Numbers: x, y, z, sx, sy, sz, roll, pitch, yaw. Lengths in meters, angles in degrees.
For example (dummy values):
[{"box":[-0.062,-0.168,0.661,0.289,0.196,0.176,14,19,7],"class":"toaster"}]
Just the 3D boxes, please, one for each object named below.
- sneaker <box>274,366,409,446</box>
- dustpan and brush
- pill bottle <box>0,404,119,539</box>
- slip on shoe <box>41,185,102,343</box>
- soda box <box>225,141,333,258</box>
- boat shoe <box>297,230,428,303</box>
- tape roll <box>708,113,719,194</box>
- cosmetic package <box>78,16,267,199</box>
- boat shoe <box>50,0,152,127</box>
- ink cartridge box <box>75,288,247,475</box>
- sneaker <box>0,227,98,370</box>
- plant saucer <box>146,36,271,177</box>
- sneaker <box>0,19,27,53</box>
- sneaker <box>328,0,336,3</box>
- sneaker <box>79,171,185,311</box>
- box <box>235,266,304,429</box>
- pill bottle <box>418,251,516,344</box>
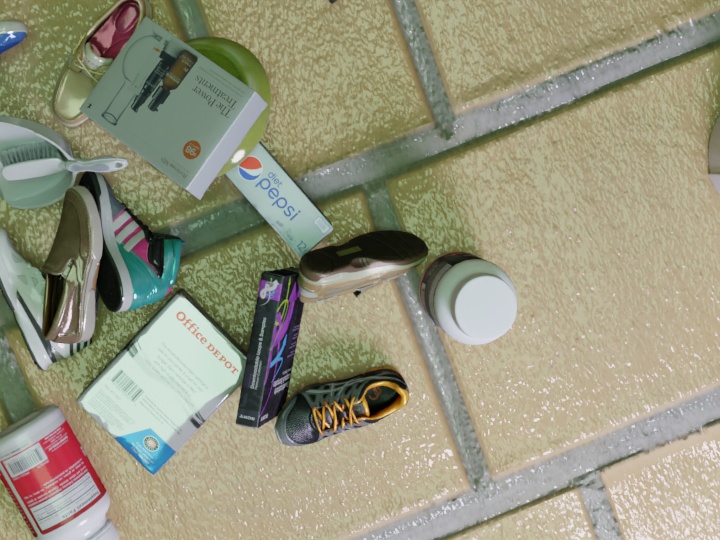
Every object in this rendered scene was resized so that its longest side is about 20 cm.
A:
[{"box":[-0.023,0.185,1.662,0.198,0.077,0.079,-23,103,-14],"class":"sneaker"},{"box":[-0.393,-0.139,1.576,0.197,0.058,0.141,-8,129,4],"class":"dustpan and brush"},{"box":[-0.406,0.291,1.632,0.111,0.112,0.202,-28,98,-2],"class":"pill bottle"},{"box":[-0.376,-0.006,1.566,0.060,0.076,0.203,-3,103,-41],"class":"slip on shoe"},{"box":[-0.123,-0.113,1.642,0.063,0.068,0.200,-41,97,2],"class":"soda box"},{"box":[0.000,0.000,1.654,0.198,0.072,0.077,-10,132,-28],"class":"boat shoe"},{"box":[0.595,-0.161,1.672,0.199,0.139,0.206,-1,96,-6],"class":"tape roll"},{"box":[-0.240,-0.208,1.560,0.199,0.052,0.152,35,90,21],"class":"cosmetic package"},{"box":[-0.345,-0.281,1.604,0.073,0.069,0.201,31,92,-8],"class":"boat shoe"},{"box":[-0.259,0.147,1.646,0.200,0.084,0.146,-45,97,-1],"class":"ink cartridge box"},{"box":[-0.417,0.021,1.634,0.114,0.076,0.203,-24,105,-12],"class":"sneaker"},{"box":[-0.214,-0.217,1.597,0.197,0.031,0.203,-4,75,15],"class":"plant saucer"},{"box":[-0.507,-0.240,1.587,0.198,0.077,0.112,-24,91,2],"class":"sneaker"},{"box":[-0.008,-0.461,1.610,0.121,0.084,0.201,42,83,-13],"class":"sneaker"},{"box":[-0.297,-0.042,1.623,0.120,0.084,0.202,-3,64,-40],"class":"sneaker"},{"box":[-0.115,0.100,1.626,0.036,0.143,0.203,13,95,10],"class":"box"},{"box":[0.145,0.037,1.616,0.109,0.200,0.113,-1,96,-6],"class":"pill bottle"}]
